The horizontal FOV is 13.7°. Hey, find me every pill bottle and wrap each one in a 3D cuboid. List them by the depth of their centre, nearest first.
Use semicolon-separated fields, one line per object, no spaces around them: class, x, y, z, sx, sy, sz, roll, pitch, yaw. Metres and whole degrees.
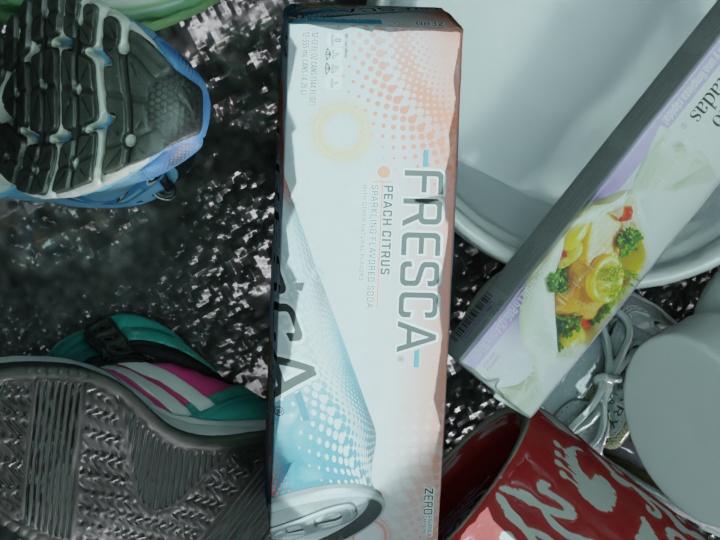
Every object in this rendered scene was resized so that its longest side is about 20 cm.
pill bottle;0.206;0.030;1.219;0.200;0.111;0.111;-23;102;-33

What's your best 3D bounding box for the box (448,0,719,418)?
box;0.109;-0.033;1.160;0.039;0.041;0.200;39;89;-13

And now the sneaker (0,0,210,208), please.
sneaker;-0.099;-0.062;1.157;0.090;0.200;0.079;6;88;-26

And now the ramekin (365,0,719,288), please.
ramekin;0.094;-0.098;1.223;0.199;0.105;0.201;-1;98;-10

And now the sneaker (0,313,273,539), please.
sneaker;-0.110;0.060;1.201;0.200;0.121;0.084;17;95;-40

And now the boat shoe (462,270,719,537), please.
boat shoe;0.134;0.066;1.271;0.202;0.065;0.075;37;91;-12

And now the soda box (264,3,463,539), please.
soda box;0.000;0.000;1.140;0.068;0.064;0.201;1;100;-3

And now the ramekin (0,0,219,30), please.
ramekin;-0.104;-0.189;1.180;0.199;0.098;0.201;-1;98;-9

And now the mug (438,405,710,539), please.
mug;0.093;0.171;1.183;0.200;0.133;0.178;42;73;-9
